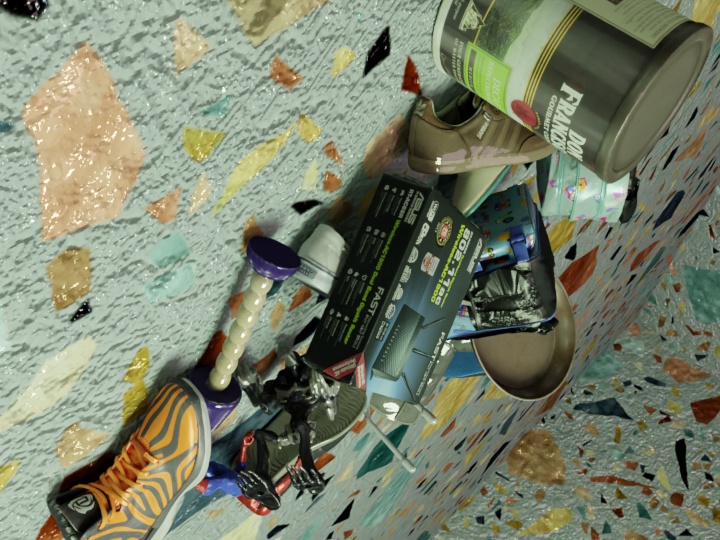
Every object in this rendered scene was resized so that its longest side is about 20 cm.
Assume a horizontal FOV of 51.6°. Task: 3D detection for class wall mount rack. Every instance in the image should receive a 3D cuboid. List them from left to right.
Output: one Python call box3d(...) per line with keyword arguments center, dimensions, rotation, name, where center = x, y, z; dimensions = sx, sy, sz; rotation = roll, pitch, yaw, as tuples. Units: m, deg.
box3d(center=(0.042, 0.152, 0.968), dimensions=(0.073, 0.175, 0.202), rotation=(4, 137, -8), name="wall mount rack")

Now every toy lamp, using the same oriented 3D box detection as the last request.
box3d(center=(-0.116, 0.066, 0.690), dimensions=(0.058, 0.058, 0.202), rotation=(-8, 131, -56), name="toy lamp")

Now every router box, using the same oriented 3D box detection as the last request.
box3d(center=(0.042, 0.025, 0.742), dimensions=(0.149, 0.062, 0.202), rotation=(27, 86, -57), name="router box")

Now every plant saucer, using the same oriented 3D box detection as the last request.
box3d(center=(0.218, 0.078, 1.029), dimensions=(0.199, 0.202, 0.034), rotation=(-33, -172, -33), name="plant saucer")

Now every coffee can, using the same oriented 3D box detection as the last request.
box3d(center=(0.184, -0.195, 0.669), dimensions=(0.146, 0.200, 0.147), rotation=(-38, 153, -24), name="coffee can")

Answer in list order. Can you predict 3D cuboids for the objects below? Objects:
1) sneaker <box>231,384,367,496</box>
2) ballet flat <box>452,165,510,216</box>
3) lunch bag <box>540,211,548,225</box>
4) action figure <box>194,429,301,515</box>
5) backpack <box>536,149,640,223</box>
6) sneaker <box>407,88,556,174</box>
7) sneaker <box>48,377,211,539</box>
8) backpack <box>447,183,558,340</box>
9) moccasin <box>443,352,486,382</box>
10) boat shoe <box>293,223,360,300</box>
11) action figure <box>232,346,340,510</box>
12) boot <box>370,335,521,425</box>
box3d(center=(-0.077, 0.223, 0.972), dimensions=(0.199, 0.075, 0.107), rotation=(-33, 157, -15), name="sneaker")
box3d(center=(0.160, -0.146, 0.868), dimensions=(0.200, 0.069, 0.070), rotation=(-45, 156, -12), name="ballet flat")
box3d(center=(0.213, -0.007, 1.144), dimensions=(0.160, 0.075, 0.201), rotation=(-39, 153, -30), name="lunch bag")
box3d(center=(-0.129, 0.211, 0.823), dimensions=(0.100, 0.065, 0.200), rotation=(-55, 144, -13), name="action figure")
box3d(center=(0.287, -0.139, 0.949), dimensions=(0.201, 0.124, 0.169), rotation=(-74, 159, -56), name="backpack")
box3d(center=(0.137, -0.152, 0.768), dimensions=(0.198, 0.070, 0.077), rotation=(-17, 121, -29), name="sneaker")
box3d(center=(-0.210, 0.192, 0.675), dimensions=(0.111, 0.077, 0.202), rotation=(-6, 125, -52), name="sneaker")
box3d(center=(0.128, 0.000, 0.899), dimensions=(0.183, 0.197, 0.136), rotation=(-66, 137, -59), name="backpack")
box3d(center=(0.175, 0.136, 1.148), dimensions=(0.068, 0.197, 0.082), rotation=(23, 71, -69), name="moccasin")
box3d(center=(-0.004, -0.002, 0.785), dimensions=(0.087, 0.074, 0.202), rotation=(-62, 149, -6), name="boat shoe")
box3d(center=(-0.071, 0.136, 0.771), dimensions=(0.117, 0.201, 0.103), rotation=(-9, 127, 7), name="action figure")
box3d(center=(0.117, 0.145, 1.091), dimensions=(0.202, 0.180, 0.073), rotation=(-63, 179, 12), name="boot")
